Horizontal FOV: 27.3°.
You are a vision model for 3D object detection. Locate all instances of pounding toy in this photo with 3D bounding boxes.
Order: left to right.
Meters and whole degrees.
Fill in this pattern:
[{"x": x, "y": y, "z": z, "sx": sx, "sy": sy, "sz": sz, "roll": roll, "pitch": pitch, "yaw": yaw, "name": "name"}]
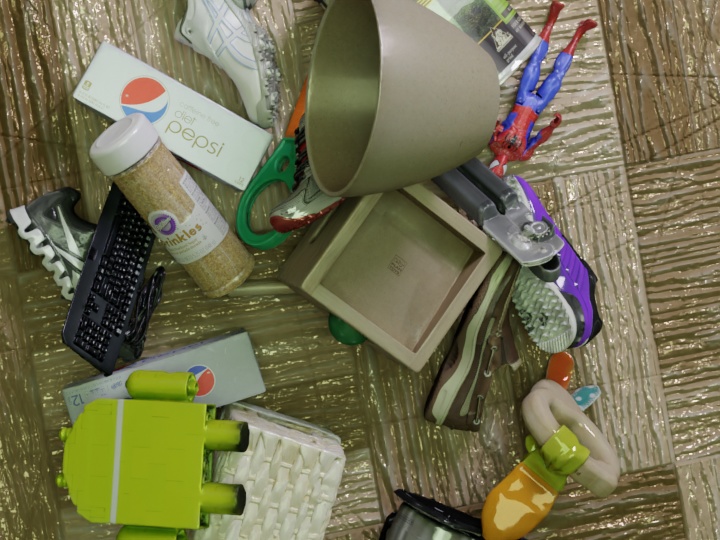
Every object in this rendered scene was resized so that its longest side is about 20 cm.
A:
[{"x": 0.000, "y": 0.000, "z": 1.535, "sx": 0.184, "sy": 0.142, "sz": 0.200, "roll": 37, "pitch": 85, "yaw": -17, "name": "pounding toy"}]

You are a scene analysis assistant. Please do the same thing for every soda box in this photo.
[{"x": -0.203, "y": 0.122, "z": 1.531, "sx": 0.200, "sy": 0.063, "sz": 0.068, "roll": -18, "pitch": 94, "yaw": -7, "name": "soda box"}, {"x": -0.193, "y": -0.157, "z": 1.527, "sx": 0.200, "sy": 0.064, "sz": 0.068, "roll": 29, "pitch": 87, "yaw": -8, "name": "soda box"}]

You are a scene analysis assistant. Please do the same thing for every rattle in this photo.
[{"x": 0.190, "y": 0.186, "z": 1.551, "sx": 0.130, "sy": 0.200, "sz": 0.143, "roll": 20, "pitch": 112, "yaw": -16, "name": "rattle"}]

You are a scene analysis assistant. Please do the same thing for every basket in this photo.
[{"x": -0.105, "y": 0.248, "z": 1.517, "sx": 0.135, "sy": 0.123, "sz": 0.200, "roll": 19, "pitch": 88, "yaw": -9, "name": "basket"}]

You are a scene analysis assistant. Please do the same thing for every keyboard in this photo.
[{"x": -0.231, "y": 0.007, "z": 1.487, "sx": 0.104, "sy": 0.040, "sz": 0.200, "roll": 45, "pitch": 48, "yaw": -44, "name": "keyboard"}]

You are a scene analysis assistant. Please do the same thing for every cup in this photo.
[{"x": 0.047, "y": -0.164, "z": 1.393, "sx": 0.143, "sy": 0.200, "sz": 0.201, "roll": 3, "pitch": 91, "yaw": -20, "name": "cup"}]

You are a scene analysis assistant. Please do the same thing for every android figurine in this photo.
[{"x": -0.208, "y": 0.189, "z": 1.453, "sx": 0.199, "sy": 0.041, "sz": 0.183, "roll": 0, "pitch": 84, "yaw": 15, "name": "android figurine"}]

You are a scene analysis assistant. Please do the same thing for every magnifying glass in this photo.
[{"x": -0.075, "y": -0.116, "z": 1.549, "sx": 0.022, "sy": 0.079, "sz": 0.200, "roll": 28, "pitch": 77, "yaw": -47, "name": "magnifying glass"}]

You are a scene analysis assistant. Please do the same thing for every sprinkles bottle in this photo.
[{"x": -0.188, "y": -0.064, "z": 1.497, "sx": 0.068, "sy": 0.068, "sz": 0.200, "roll": -40, "pitch": 116, "yaw": -5, "name": "sprinkles bottle"}]

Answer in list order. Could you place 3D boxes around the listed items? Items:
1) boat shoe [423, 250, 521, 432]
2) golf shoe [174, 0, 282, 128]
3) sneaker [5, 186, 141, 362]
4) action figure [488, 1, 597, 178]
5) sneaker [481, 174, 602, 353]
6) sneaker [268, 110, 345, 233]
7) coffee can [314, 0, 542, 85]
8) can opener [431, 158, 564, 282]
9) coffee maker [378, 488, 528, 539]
[{"x": 0.136, "y": 0.079, "z": 1.559, "sx": 0.075, "sy": 0.075, "sz": 0.203, "roll": 22, "pitch": 111, "yaw": 0, "name": "boat shoe"}, {"x": -0.141, "y": -0.237, "z": 1.537, "sx": 0.097, "sy": 0.078, "sz": 0.200, "roll": -15, "pitch": 86, "yaw": 6, "name": "golf shoe"}, {"x": -0.272, "y": -0.002, "z": 1.518, "sx": 0.090, "sy": 0.066, "sz": 0.200, "roll": -36, "pitch": 93, "yaw": -3, "name": "sneaker"}, {"x": 0.188, "y": -0.187, "z": 1.565, "sx": 0.065, "sy": 0.099, "sz": 0.200, "roll": 26, "pitch": 90, "yaw": -6, "name": "action figure"}, {"x": 0.202, "y": -0.007, "z": 1.586, "sx": 0.099, "sy": 0.070, "sz": 0.201, "roll": -4, "pitch": 69, "yaw": -44, "name": "sneaker"}, {"x": -0.043, "y": -0.115, "z": 1.496, "sx": 0.082, "sy": 0.078, "sz": 0.200, "roll": 45, "pitch": 50, "yaw": -17, "name": "sneaker"}, {"x": 0.066, "y": -0.261, "z": 1.519, "sx": 0.146, "sy": 0.146, "sz": 0.200, "roll": -44, "pitch": 97, "yaw": -5, "name": "coffee can"}, {"x": 0.137, "y": -0.057, "z": 1.535, "sx": 0.053, "sy": 0.200, "sz": 0.067, "roll": -28, "pitch": 137, "yaw": -17, "name": "can opener"}, {"x": 0.086, "y": 0.355, "z": 1.541, "sx": 0.192, "sy": 0.135, "sz": 0.200, "roll": 24, "pitch": 89, "yaw": -8, "name": "coffee maker"}]
